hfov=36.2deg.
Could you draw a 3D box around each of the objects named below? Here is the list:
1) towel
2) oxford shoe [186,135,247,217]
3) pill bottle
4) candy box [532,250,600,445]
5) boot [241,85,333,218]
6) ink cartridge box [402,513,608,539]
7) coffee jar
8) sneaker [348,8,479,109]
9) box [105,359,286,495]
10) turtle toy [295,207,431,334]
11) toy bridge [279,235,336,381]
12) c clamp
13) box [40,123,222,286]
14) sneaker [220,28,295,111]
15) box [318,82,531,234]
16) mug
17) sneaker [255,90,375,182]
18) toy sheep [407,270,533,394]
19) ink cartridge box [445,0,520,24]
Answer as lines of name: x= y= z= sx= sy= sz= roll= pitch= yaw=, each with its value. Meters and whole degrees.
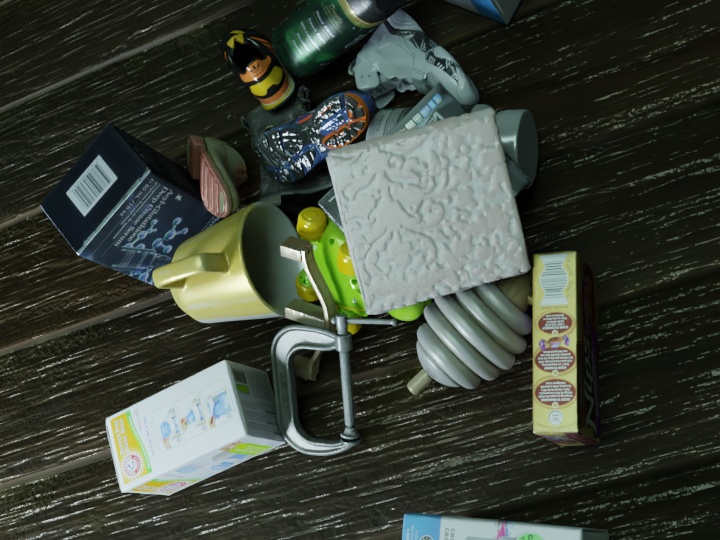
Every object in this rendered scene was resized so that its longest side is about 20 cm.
towel: x=0.077 y=-0.066 z=1.238 sx=0.197 sy=0.032 sz=0.194 roll=-14 pitch=87 yaw=4
oxford shoe: x=-0.185 y=-0.135 z=1.497 sx=0.201 sy=0.073 sz=0.072 roll=-121 pitch=33 yaw=-53
pill bottle: x=0.115 y=-0.149 z=1.376 sx=0.197 sy=0.113 sz=0.115 roll=1 pitch=76 yaw=26
candy box: x=0.234 y=0.091 z=1.253 sx=0.056 sy=0.116 sz=0.203 roll=-5 pitch=73 yaw=23
boot: x=-0.074 y=-0.171 z=1.497 sx=0.197 sy=0.069 sz=0.177 roll=-13 pitch=69 yaw=21
ink cartridge box: x=0.158 y=0.347 z=1.193 sx=0.197 sy=0.146 sz=0.149 roll=-1 pitch=76 yaw=24
coffee jar: x=-0.025 y=-0.339 z=1.456 sx=0.199 sy=0.104 sz=0.086 roll=-29 pitch=98 yaw=47
sneaker: x=0.066 y=-0.251 z=1.451 sx=0.115 sy=0.075 sz=0.200 roll=-45 pitch=58 yaw=8
box: x=-0.215 y=0.208 z=1.434 sx=0.198 sy=0.112 sz=0.103 roll=-26 pitch=68 yaw=17
turtle toy: x=0.000 y=0.000 z=1.388 sx=0.101 sy=0.147 sz=0.199 roll=-32 pitch=57 yaw=-31
toy bridge: x=-0.063 y=0.057 z=1.387 sx=0.066 sy=0.027 sz=0.203 roll=16 pitch=125 yaw=27
c clamp: x=-0.038 y=0.145 z=1.373 sx=0.168 sy=0.027 sz=0.203 roll=8 pitch=110 yaw=21
box: x=-0.307 y=-0.083 z=1.506 sx=0.149 sy=0.200 sz=0.107 roll=-48 pitch=64 yaw=6
sneaker: x=-0.157 y=-0.305 z=1.535 sx=0.070 sy=0.090 sz=0.201 roll=-38 pitch=44 yaw=2
box: x=0.074 y=-0.089 z=1.280 sx=0.200 sy=0.050 sz=0.158 roll=-43 pitch=85 yaw=1
mug: x=-0.181 y=-0.008 z=1.448 sx=0.151 sy=0.187 sz=0.151 roll=-15 pitch=51 yaw=30
sneaker: x=-0.054 y=-0.173 z=1.419 sx=0.198 sy=0.078 sz=0.076 roll=-20 pitch=101 yaw=36
toy sheep: x=0.130 y=0.072 z=1.292 sx=0.138 sy=0.138 sz=0.201 roll=43 pitch=98 yaw=28
ink cartridge box: x=0.124 y=-0.444 z=1.433 sx=0.198 sy=0.146 sz=0.148 roll=28 pitch=88 yaw=29
